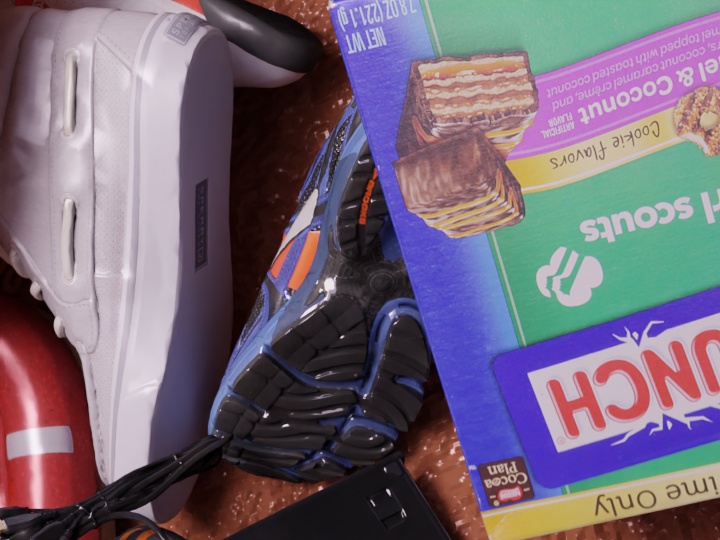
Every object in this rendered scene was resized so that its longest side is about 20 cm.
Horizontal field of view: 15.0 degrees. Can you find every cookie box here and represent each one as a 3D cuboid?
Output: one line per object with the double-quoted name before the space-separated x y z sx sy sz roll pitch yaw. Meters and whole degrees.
"cookie box" 0.098 -0.025 0.917 0.170 0.075 0.201 -14 108 12

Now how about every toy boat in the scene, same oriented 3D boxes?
"toy boat" -0.178 0.100 1.100 0.130 0.131 0.201 -14 72 28

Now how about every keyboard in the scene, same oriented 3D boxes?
"keyboard" -0.061 0.121 1.008 0.127 0.199 0.021 58 154 16

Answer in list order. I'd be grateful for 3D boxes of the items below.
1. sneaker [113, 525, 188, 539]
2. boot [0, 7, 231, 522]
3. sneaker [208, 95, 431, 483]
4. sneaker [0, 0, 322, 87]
"sneaker" -0.119 0.187 1.006 0.077 0.112 0.201 11 83 38
"boot" -0.106 -0.005 1.078 0.095 0.074 0.201 8 102 19
"sneaker" 0.000 0.000 1.044 0.201 0.075 0.079 -59 20 28
"sneaker" -0.109 -0.077 1.141 0.201 0.067 0.109 22 95 33
